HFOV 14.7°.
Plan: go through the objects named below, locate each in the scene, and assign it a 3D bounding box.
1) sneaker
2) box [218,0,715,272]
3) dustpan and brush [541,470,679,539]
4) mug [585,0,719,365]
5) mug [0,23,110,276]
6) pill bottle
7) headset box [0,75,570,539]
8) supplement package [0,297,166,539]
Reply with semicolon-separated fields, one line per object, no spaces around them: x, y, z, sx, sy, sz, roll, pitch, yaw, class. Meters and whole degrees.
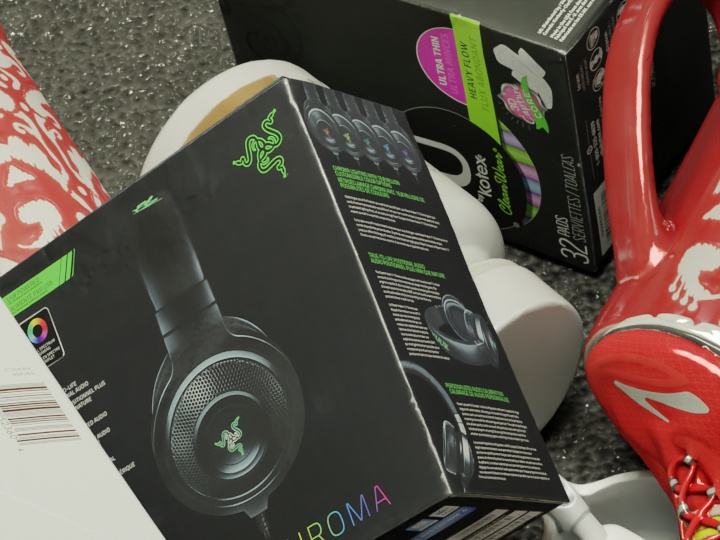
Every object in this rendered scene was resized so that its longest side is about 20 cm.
0.150;0.102;1.074;0.085;0.077;0.200;-28;70;-34;sneaker
0.049;-0.116;1.316;0.199;0.149;0.124;21;56;28;box
0.102;0.117;1.130;0.200;0.057;0.140;35;61;24;dustpan and brush
0.170;-0.023;1.206;0.177;0.134;0.200;28;62;11;mug
-0.197;-0.011;1.300;0.177;0.134;0.200;-37;54;-6;mug
0.000;0.000;1.243;0.114;0.115;0.200;-37;54;-21;pill bottle
-0.039;0.042;1.135;0.174;0.093;0.201;-32;67;26;headset box
-0.193;0.137;1.076;0.146;0.201;0.191;-4;39;-34;supplement package
